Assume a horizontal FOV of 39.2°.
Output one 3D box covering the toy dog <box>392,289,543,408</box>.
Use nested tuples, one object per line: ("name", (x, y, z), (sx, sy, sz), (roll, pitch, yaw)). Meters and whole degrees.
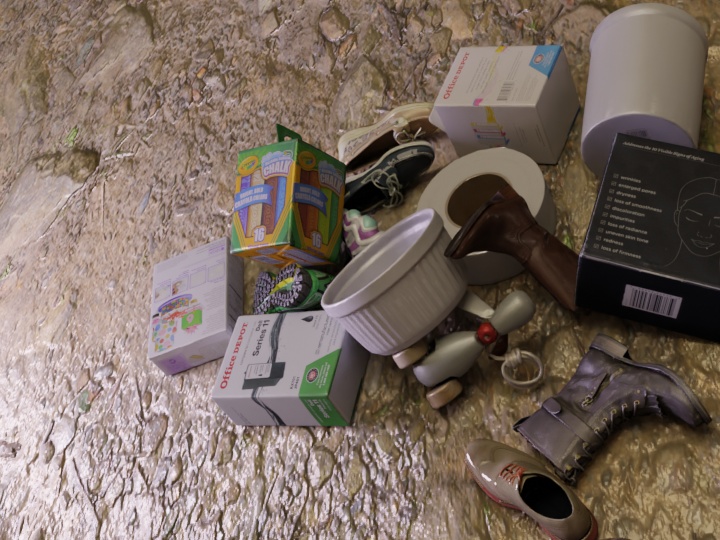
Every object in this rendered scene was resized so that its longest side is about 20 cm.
("toy dog", (0.143, 0.096, 1.339), (0.196, 0.134, 0.096), (-14, 11, 12))

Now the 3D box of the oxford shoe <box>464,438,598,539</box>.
("oxford shoe", (0.193, 0.246, 1.193), (0.199, 0.075, 0.071), (28, 71, 43))

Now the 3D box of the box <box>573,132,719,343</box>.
("box", (0.385, -0.042, 1.254), (0.196, 0.125, 0.199), (15, 61, 16))

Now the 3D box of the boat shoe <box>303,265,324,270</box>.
("boat shoe", (-0.078, -0.079, 1.599), (0.063, 0.070, 0.204), (17, 90, 46))

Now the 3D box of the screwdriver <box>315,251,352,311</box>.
("screwdriver", (-0.031, 0.013, 1.560), (0.028, 0.029, 0.202), (17, 67, 38))

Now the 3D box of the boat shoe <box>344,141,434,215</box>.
("boat shoe", (0.033, -0.137, 1.609), (0.197, 0.075, 0.062), (-24, 43, 12))

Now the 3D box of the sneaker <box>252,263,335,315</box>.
("sneaker", (-0.103, 0.042, 1.522), (0.199, 0.084, 0.080), (-11, 70, 58))

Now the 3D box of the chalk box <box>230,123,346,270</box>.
("chalk box", (-0.104, -0.116, 1.501), (0.122, 0.124, 0.204), (-5, 75, 37))

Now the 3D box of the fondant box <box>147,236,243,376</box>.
("fondant box", (-0.264, 0.056, 1.634), (0.142, 0.059, 0.202), (-20, 45, 15))

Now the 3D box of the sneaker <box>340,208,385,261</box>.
("sneaker", (0.000, 0.000, 1.500), (0.198, 0.078, 0.141), (29, 75, 31))

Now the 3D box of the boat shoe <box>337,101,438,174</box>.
("boat shoe", (0.051, -0.215, 1.673), (0.197, 0.073, 0.064), (-22, 50, 28))

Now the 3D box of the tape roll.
("tape roll", (0.183, -0.082, 1.478), (0.199, 0.071, 0.205), (-17, 47, 18))

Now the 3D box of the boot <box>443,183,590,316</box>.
("boot", (0.219, -0.004, 1.306), (0.186, 0.200, 0.064), (-39, -5, -42))

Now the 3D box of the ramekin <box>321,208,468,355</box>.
("ramekin", (0.053, 0.021, 1.356), (0.199, 0.105, 0.200), (-38, 13, 10))

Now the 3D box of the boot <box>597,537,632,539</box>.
("boot", (0.251, 0.373, 1.059), (0.144, 0.071, 0.203), (1, 55, 28))

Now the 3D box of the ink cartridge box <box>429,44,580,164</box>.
("ink cartridge box", (0.217, -0.257, 1.565), (0.197, 0.126, 0.130), (8, 57, 34))

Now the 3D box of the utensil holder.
("utensil holder", (0.397, -0.240, 1.421), (0.167, 0.171, 0.203), (-3, 55, 28))

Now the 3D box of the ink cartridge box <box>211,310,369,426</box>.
("ink cartridge box", (-0.098, 0.140, 1.447), (0.197, 0.083, 0.149), (-6, 51, 28))

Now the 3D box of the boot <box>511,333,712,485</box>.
("boot", (0.296, 0.183, 1.204), (0.175, 0.069, 0.199), (-50, 42, -8))
